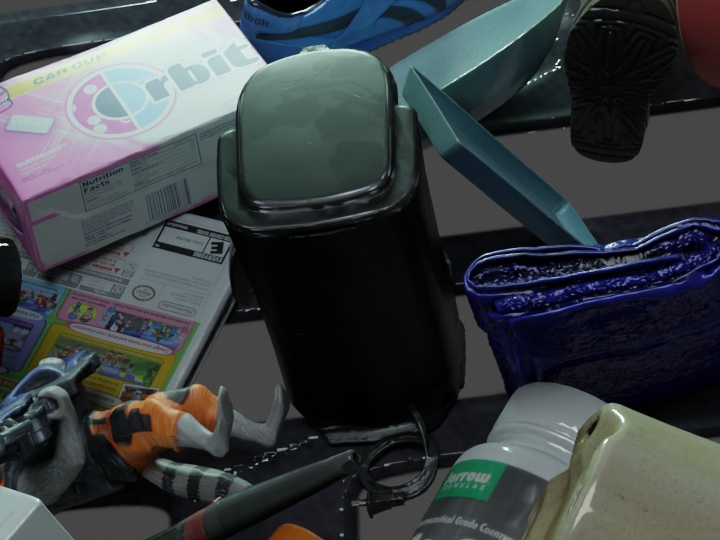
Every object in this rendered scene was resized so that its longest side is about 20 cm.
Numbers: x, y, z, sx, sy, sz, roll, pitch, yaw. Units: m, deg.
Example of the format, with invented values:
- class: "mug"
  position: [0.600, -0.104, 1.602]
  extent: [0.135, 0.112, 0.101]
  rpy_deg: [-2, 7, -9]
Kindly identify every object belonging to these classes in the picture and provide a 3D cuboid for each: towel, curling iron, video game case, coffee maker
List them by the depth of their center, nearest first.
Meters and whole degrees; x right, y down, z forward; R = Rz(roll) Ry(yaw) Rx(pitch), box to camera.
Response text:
- class: "towel"
  position: [0.142, 0.035, 1.373]
  extent: [0.147, 0.200, 0.050]
  rpy_deg: [-9, 69, 7]
- class: "curling iron"
  position: [-0.079, 0.145, 1.383]
  extent: [0.199, 0.049, 0.026]
  rpy_deg: [-33, 55, 27]
- class: "coffee maker"
  position: [0.000, 0.000, 1.425]
  extent: [0.134, 0.201, 0.193]
  rpy_deg: [-27, 52, -7]
- class: "video game case"
  position: [-0.186, 0.028, 1.561]
  extent: [0.199, 0.022, 0.183]
  rpy_deg: [14, 58, 21]

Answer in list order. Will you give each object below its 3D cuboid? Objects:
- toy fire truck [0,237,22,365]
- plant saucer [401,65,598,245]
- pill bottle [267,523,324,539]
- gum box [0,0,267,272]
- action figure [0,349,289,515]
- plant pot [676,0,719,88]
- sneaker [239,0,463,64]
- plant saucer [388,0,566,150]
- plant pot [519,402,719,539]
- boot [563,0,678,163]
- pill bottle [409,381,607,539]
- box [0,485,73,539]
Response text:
- class: "toy fire truck"
  position: [-0.296, 0.058, 1.469]
  extent: [0.128, 0.201, 0.176]
  rpy_deg: [0, 19, -27]
- class: "plant saucer"
  position: [0.088, -0.053, 1.458]
  extent: [0.019, 0.200, 0.070]
  rpy_deg: [-39, 52, 11]
- class: "pill bottle"
  position: [-0.079, 0.232, 1.329]
  extent: [0.106, 0.107, 0.200]
  rpy_deg: [29, 65, 30]
- class: "gum box"
  position: [-0.155, -0.088, 1.589]
  extent: [0.199, 0.066, 0.114]
  rpy_deg: [-24, 47, -16]
- class: "action figure"
  position: [-0.154, 0.108, 1.407]
  extent: [0.192, 0.105, 0.200]
  rpy_deg: [-10, 10, 16]
- class: "plant pot"
  position: [0.301, -0.183, 1.512]
  extent: [0.176, 0.201, 0.201]
  rpy_deg: [5, 54, 27]
- class: "sneaker"
  position: [0.007, -0.198, 1.648]
  extent: [0.199, 0.079, 0.066]
  rpy_deg: [-31, 51, -18]
- class: "plant saucer"
  position: [0.054, -0.115, 1.554]
  extent: [0.200, 0.039, 0.201]
  rpy_deg: [-30, 12, 7]
- class: "plant pot"
  position: [0.172, 0.165, 1.223]
  extent: [0.183, 0.201, 0.201]
  rpy_deg: [28, 60, -1]
- class: "boot"
  position: [0.170, -0.193, 1.555]
  extent: [0.072, 0.182, 0.201]
  rpy_deg: [14, 60, 0]
- class: "pill bottle"
  position: [0.079, 0.168, 1.336]
  extent: [0.112, 0.113, 0.201]
  rpy_deg: [18, 59, 24]
- class: "box"
  position: [-0.243, 0.198, 1.344]
  extent: [0.152, 0.107, 0.199]
  rpy_deg: [-48, 30, -22]
